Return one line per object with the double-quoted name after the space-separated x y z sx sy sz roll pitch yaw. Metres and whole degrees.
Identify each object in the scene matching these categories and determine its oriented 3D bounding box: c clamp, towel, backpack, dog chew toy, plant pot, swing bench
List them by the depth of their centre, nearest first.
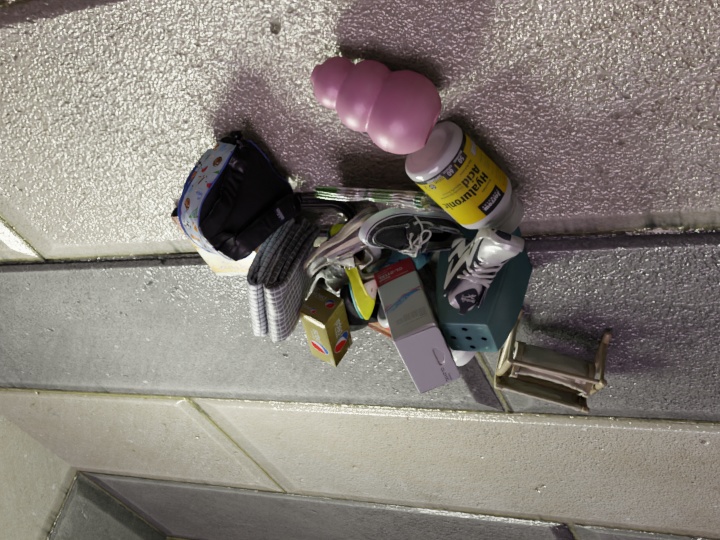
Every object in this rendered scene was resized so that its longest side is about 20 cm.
0.019 -0.258 1.333 0.199 0.125 0.125 25 148 4 "dog chew toy"
0.036 -0.122 1.528 0.198 0.031 0.149 5 -178 19 "towel"
-0.234 -0.121 1.585 0.153 0.191 0.200 6 149 47 "backpack"
0.211 0.038 1.593 0.140 0.201 0.142 1 144 26 "plant pot"
-0.140 0.012 1.683 0.085 0.201 0.166 14 142 15 "towel"
-0.081 -0.089 1.714 0.198 0.027 0.171 -2 137 31 "c clamp"
0.385 0.199 1.812 0.197 0.131 0.201 14 147 6 "swing bench"

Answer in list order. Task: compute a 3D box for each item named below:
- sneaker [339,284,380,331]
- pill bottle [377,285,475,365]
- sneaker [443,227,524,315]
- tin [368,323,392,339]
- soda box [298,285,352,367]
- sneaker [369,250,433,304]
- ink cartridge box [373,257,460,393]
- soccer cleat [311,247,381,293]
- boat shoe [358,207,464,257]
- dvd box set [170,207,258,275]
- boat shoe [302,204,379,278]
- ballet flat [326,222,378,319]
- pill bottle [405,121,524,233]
-0.023 0.080 1.807 0.103 0.061 0.200 -9 159 24 "sneaker"
0.143 0.106 1.804 0.199 0.117 0.116 31 145 -20 "pill bottle"
0.194 0.008 1.450 0.079 0.131 0.199 19 168 -23 "sneaker"
0.065 0.097 1.902 0.199 0.042 0.112 28 150 -14 "tin"
-0.067 0.114 1.765 0.064 0.068 0.201 27 156 20 "soda box"
0.076 0.007 1.713 0.078 0.090 0.200 26 143 -13 "sneaker"
0.100 0.098 1.606 0.082 0.201 0.146 -23 126 6 "ink cartridge box"
-0.030 -0.003 1.755 0.068 0.086 0.199 36 144 -26 "soccer cleat"
0.092 -0.058 1.525 0.198 0.068 0.074 2 124 -36 "boat shoe"
-0.284 -0.060 1.844 0.145 0.030 0.201 -1 142 27 "dvd box set"
-0.027 -0.035 1.589 0.200 0.074 0.074 -39 89 36 "boat shoe"
0.000 0.000 1.677 0.066 0.067 0.201 -16 109 17 "ballet flat"
0.174 -0.138 1.434 0.111 0.112 0.200 -19 133 43 "pill bottle"
